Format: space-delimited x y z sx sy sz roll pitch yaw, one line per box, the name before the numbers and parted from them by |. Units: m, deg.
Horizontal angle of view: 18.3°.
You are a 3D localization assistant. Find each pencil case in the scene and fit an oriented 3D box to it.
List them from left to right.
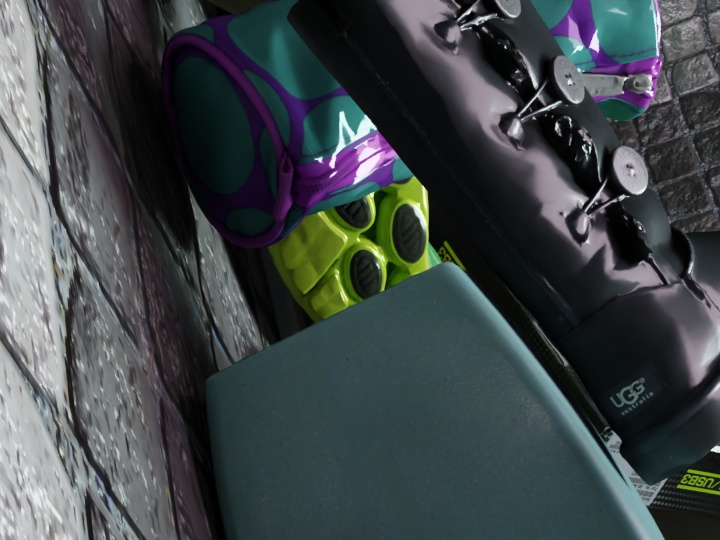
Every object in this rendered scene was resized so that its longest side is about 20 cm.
pencil case | 0.025 -0.075 0.850 0.092 0.199 0.086 42 -40 38

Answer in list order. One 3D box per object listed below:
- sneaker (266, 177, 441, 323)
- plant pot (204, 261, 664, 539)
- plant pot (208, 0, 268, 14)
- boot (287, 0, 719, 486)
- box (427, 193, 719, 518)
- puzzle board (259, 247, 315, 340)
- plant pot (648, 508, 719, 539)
sneaker | 0.000 0.000 0.946 0.084 0.074 0.201 40 -19 54
plant pot | 0.034 0.107 0.739 0.201 0.141 0.141 64 5 6
plant pot | -0.019 -0.176 0.915 0.200 0.199 0.135 59 50 -65
boot | 0.077 -0.044 0.794 0.200 0.066 0.165 50 29 -2
box | 0.140 0.046 1.132 0.199 0.048 0.193 13 28 -38
puzzle board | -0.024 0.008 1.020 0.151 0.017 0.201 58 15 -63
plant pot | 0.146 0.211 1.203 0.200 0.176 0.201 -99 170 -58
